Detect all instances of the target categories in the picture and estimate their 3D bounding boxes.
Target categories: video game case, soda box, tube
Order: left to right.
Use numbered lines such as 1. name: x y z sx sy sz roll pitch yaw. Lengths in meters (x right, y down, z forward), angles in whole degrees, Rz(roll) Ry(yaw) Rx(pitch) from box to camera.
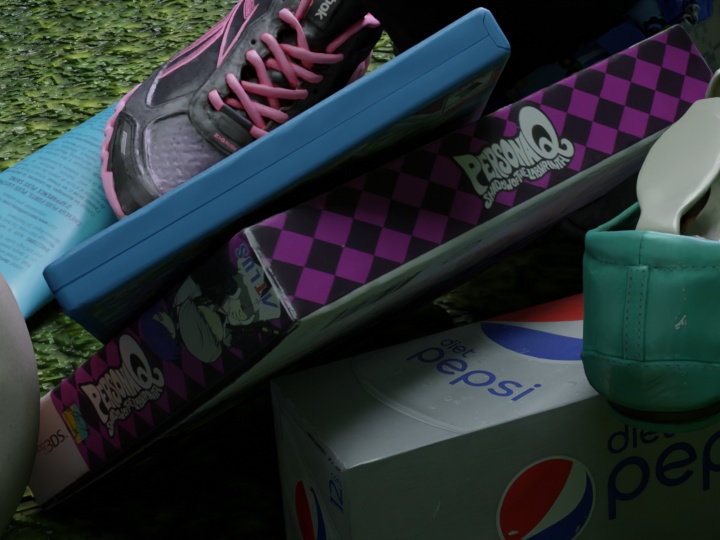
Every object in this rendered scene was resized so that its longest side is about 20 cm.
1. tube: -0.114 -0.035 0.880 0.077 0.051 0.200 19 37 28
2. video game case: -0.025 -0.019 0.658 0.142 0.018 0.200 -31 -4 -5
3. video game case: 0.000 0.000 0.681 0.199 0.036 0.181 -27 -6 -38
4. soda box: 0.075 0.050 0.645 0.198 0.069 0.063 -15 27 -19

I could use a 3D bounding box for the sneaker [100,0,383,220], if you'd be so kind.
1. sneaker: -0.037 -0.086 0.870 0.095 0.079 0.200 -40 13 47

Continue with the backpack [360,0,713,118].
1. backpack: 0.083 -0.168 0.723 0.199 0.135 0.184 -27 45 16

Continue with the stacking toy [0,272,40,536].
1. stacking toy: -0.163 0.024 0.702 0.145 0.148 0.200 -3 10 4

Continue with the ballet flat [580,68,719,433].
1. ballet flat: 0.120 -0.024 0.628 0.067 0.071 0.200 7 26 25

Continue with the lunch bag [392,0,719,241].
1. lunch bag: 0.113 -0.097 0.861 0.167 0.140 0.200 -23 26 -7
